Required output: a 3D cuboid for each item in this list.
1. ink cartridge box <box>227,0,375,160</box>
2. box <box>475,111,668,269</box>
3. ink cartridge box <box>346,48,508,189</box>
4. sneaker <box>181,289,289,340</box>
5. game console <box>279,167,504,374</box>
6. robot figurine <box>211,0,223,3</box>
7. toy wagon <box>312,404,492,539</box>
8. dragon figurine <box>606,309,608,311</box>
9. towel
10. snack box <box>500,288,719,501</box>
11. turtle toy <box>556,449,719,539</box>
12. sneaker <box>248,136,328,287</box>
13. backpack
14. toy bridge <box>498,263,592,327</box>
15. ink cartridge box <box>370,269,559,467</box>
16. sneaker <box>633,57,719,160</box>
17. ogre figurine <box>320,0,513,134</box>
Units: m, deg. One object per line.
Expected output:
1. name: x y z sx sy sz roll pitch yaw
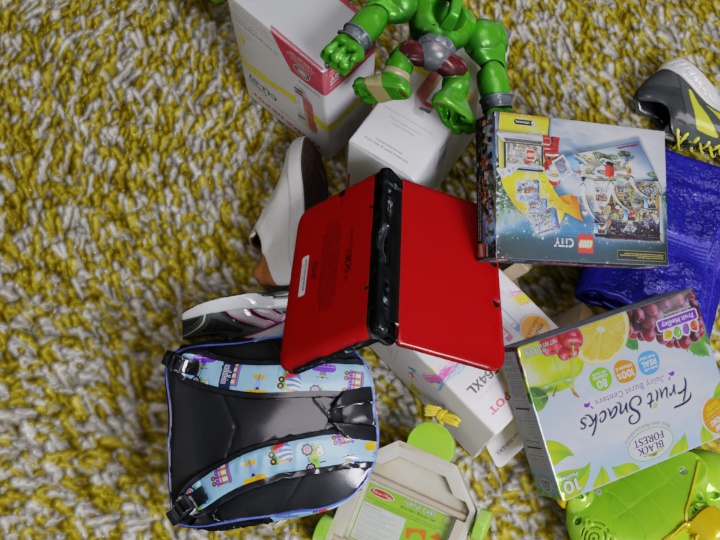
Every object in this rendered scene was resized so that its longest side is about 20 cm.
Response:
1. ink cartridge box: -0.062 -0.233 0.971 0.145 0.200 0.083 41 75 13
2. box: 0.207 -0.074 0.841 0.199 0.038 0.138 3 85 -22
3. ink cartridge box: 0.072 -0.160 0.968 0.083 0.145 0.200 32 70 11
4. sneaker: -0.094 0.063 0.921 0.199 0.080 0.087 -8 89 5
5. game console: 0.030 0.015 0.824 0.172 0.119 0.201 -25 41 29
6. robot figurine: -0.166 -0.407 1.079 0.199 0.116 0.176 -8 60 -4
7. toy wagon: 0.050 0.231 0.851 0.154 0.040 0.201 20 81 18
8. dragon figurine: 0.293 -0.007 0.969 0.099 0.059 0.201 -11 68 -6
9. towel: 0.324 -0.037 0.923 0.147 0.050 0.201 20 71 3
10. snack box: 0.240 0.112 0.810 0.199 0.053 0.143 -16 89 -18
11. turtle toy: 0.287 0.235 0.850 0.199 0.101 0.146 -28 49 -15
12. sneaker: -0.087 -0.069 0.969 0.084 0.073 0.201 -16 47 22
13. backpack: -0.078 0.152 0.834 0.199 0.135 0.184 -9 71 6
14. toy bridge: 0.215 0.060 0.920 0.200 0.067 0.027 41 42 -16
15. ink cartridge box: 0.118 0.085 0.891 0.128 0.125 0.200 -40 75 -16
16. sneaker: 0.408 -0.163 1.036 0.084 0.075 0.200 -34 65 -8
17. ogre figurine: 0.073 -0.212 0.850 0.199 0.098 0.121 17 75 8
